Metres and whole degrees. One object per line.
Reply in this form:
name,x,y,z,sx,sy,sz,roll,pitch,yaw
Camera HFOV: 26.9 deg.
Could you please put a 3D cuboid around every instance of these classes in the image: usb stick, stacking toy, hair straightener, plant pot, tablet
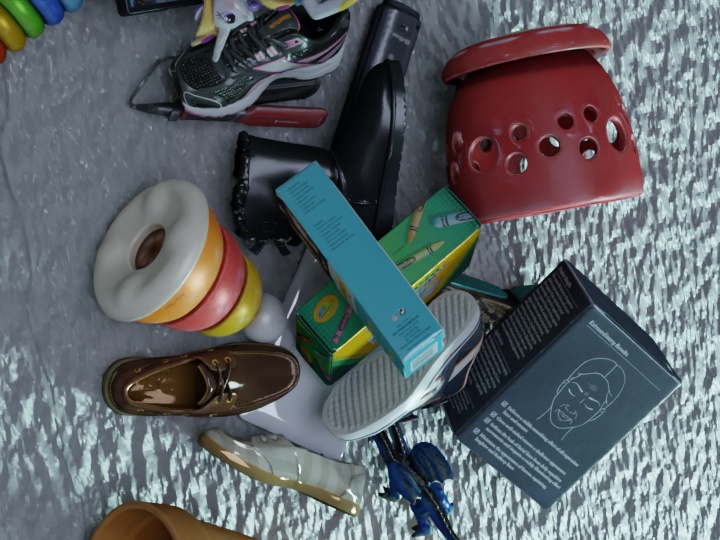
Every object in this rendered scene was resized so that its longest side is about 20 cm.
usb stick,0.013,-0.178,1.549,0.055,0.033,0.202,20,84,-23
stacking toy,-0.147,0.018,1.457,0.200,0.145,0.147,37,77,-40
hair straightener,-0.132,-0.179,1.490,0.198,0.041,0.078,-4,68,-19
plant pot,0.177,-0.147,1.539,0.198,0.200,0.185,-12,91,-23
stacking toy,-0.317,-0.235,1.378,0.200,0.085,0.085,-46,109,-10
tablet,-0.035,0.082,1.552,0.129,0.014,0.202,27,82,-23
plant pot,-0.162,0.322,1.423,0.139,0.199,0.203,10,89,-41

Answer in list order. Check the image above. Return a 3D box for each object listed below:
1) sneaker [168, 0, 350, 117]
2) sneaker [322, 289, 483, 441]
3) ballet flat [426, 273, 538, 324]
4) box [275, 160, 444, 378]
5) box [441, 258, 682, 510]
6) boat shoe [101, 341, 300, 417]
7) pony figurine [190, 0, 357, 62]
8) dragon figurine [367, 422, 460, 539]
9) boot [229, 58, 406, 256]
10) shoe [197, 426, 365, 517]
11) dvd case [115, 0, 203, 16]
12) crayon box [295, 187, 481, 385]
sneaker,-0.094,-0.219,1.447,0.199,0.086,0.081,-28,77,-30
sneaker,0.052,0.113,1.528,0.199,0.078,0.080,-40,142,-12
ballet flat,0.156,0.047,1.616,0.198,0.068,0.076,7,111,-19
box,0.000,0.000,1.389,0.049,0.082,0.201,-36,76,-7
box,0.203,0.119,1.565,0.148,0.107,0.200,40,104,-25
boat shoe,-0.149,0.112,1.467,0.198,0.067,0.073,-5,93,-21
pony figurine,-0.085,-0.306,1.370,0.198,0.166,0.196,-13,90,21
dragon figurine,0.060,0.216,1.534,0.058,0.200,0.100,-30,142,-17
boot,-0.043,-0.113,1.478,0.160,0.073,0.201,3,107,-10
shoe,-0.076,0.191,1.511,0.199,0.070,0.054,28,83,-31
dvd case,-0.168,-0.323,1.424,0.199,0.017,0.145,-21,103,-48
crayon box,0.026,0.017,1.493,0.200,0.119,0.058,-40,77,-14
